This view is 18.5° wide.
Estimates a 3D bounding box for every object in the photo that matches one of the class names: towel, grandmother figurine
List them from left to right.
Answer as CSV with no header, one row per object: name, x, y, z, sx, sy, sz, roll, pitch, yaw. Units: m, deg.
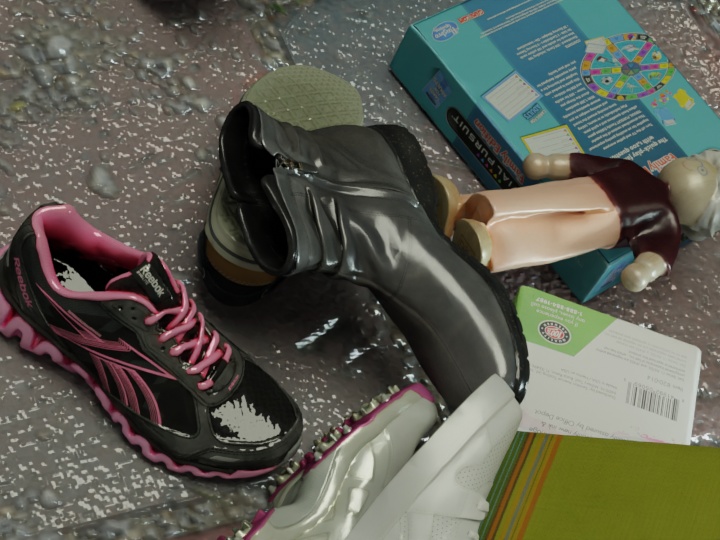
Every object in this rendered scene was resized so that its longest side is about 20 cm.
towel,0.116,0.123,1.129,0.199,0.018,0.086,2,49,31
grandmother figurine,0.141,-0.034,1.296,0.199,0.061,0.121,-12,56,-26

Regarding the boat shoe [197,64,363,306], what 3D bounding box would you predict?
boat shoe,-0.050,-0.053,1.297,0.074,0.062,0.200,22,41,-2

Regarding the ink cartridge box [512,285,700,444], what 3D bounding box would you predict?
ink cartridge box,0.117,0.120,1.237,0.117,0.067,0.200,20,52,-6

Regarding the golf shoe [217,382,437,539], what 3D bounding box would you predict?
golf shoe,-0.014,0.143,1.179,0.092,0.075,0.200,47,58,-2

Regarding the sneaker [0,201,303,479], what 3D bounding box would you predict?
sneaker,-0.112,0.034,1.191,0.200,0.095,0.079,34,51,1

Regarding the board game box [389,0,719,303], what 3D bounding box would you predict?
board game box,0.138,-0.094,1.402,0.151,0.047,0.200,-27,70,-32

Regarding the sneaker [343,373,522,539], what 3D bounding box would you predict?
sneaker,0.044,0.159,1.097,0.115,0.074,0.200,36,81,8

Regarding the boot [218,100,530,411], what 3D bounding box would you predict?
boot,0.000,0.000,1.200,0.131,0.070,0.200,1,49,-47
